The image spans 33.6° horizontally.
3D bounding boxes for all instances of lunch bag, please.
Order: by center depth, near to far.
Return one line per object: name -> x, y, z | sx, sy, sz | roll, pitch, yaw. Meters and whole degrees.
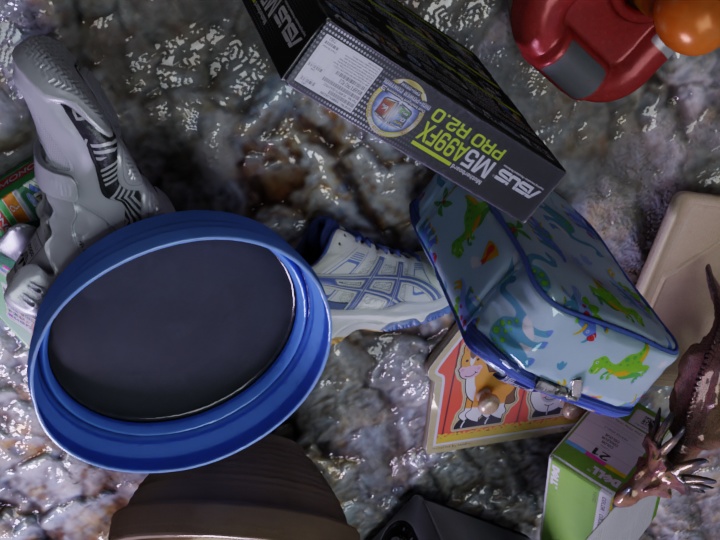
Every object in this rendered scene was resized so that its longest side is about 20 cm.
lunch bag -> 0.129, 0.008, 0.853 | 0.159, 0.201, 0.083 | 21, 119, -33

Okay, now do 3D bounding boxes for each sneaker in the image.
sneaker -> -0.186, -0.041, 0.738 | 0.114, 0.075, 0.201 | -28, 130, -1
sneaker -> 0.000, 0.000, 0.882 | 0.198, 0.075, 0.090 | -15, 103, -29

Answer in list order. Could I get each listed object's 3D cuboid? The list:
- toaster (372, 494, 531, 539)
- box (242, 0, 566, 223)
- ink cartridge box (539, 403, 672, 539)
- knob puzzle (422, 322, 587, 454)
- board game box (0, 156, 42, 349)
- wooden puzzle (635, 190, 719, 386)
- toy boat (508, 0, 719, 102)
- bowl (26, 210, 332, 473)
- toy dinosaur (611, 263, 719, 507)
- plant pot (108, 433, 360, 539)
toaster -> 0.080, 0.331, 1.144 | 0.199, 0.119, 0.181 | 27, 115, -35
box -> 0.020, -0.125, 0.734 | 0.199, 0.161, 0.044 | 26, 113, -35
ink cartridge box -> 0.192, 0.225, 1.061 | 0.200, 0.075, 0.149 | -41, 146, -30
knob puzzle -> 0.151, 0.078, 1.031 | 0.216, 0.031, 0.222 | -11, 129, -13
board game box -> -0.184, 0.008, 0.836 | 0.133, 0.029, 0.201 | -30, 127, 4
wooden puzzle -> 0.307, 0.020, 1.038 | 0.197, 0.037, 0.187 | 2, 120, -28
toy boat -> 0.200, -0.186, 0.774 | 0.130, 0.131, 0.200 | 30, 112, -36
bowl -> -0.116, 0.048, 0.771 | 0.198, 0.040, 0.203 | -14, 132, -15
toy dinosaur -> 0.277, 0.103, 0.965 | 0.134, 0.085, 0.203 | -7, 108, -44
plant pot -> -0.096, 0.185, 0.953 | 0.197, 0.094, 0.201 | 4, 157, 2
